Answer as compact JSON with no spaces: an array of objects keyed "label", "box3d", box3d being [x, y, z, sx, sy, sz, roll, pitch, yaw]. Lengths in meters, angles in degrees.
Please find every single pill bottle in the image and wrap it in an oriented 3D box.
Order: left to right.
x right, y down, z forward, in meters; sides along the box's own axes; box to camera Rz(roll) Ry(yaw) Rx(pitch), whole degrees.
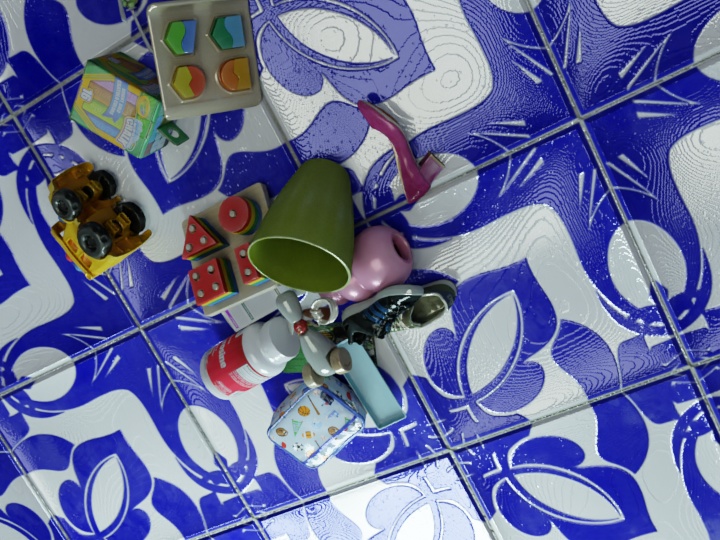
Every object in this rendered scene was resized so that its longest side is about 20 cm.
[{"label":"pill bottle","box3d":[-0.217,0.171,1.665,0.199,0.112,0.113,-31,100,32]}]

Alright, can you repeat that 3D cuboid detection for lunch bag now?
[{"label":"lunch bag","box3d":[-0.082,0.308,1.712,0.160,0.076,0.200,40,117,-11]}]

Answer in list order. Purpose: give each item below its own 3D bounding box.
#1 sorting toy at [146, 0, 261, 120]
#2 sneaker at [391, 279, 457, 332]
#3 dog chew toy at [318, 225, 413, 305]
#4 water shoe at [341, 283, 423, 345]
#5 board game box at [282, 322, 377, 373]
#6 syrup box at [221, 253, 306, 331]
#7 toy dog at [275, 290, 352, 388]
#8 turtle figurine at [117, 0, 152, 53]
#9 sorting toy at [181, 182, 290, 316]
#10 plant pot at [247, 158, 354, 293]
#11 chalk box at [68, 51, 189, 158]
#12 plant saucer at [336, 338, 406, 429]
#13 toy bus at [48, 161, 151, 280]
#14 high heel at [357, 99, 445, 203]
[{"label":"sorting toy","box3d":[-0.271,-0.377,1.481,0.184,0.036,0.202,-14,113,-23]},{"label":"sneaker","box3d":[0.086,0.078,1.573,0.199,0.090,0.068,-22,104,14]},{"label":"dog chew toy","box3d":[0.000,0.000,1.564,0.199,0.125,0.125,-29,101,30]},{"label":"water shoe","box3d":[0.047,0.084,1.528,0.199,0.071,0.080,-27,65,45]},{"label":"board game box","box3d":[-0.067,0.156,1.686,0.198,0.023,0.106,-1,111,14]},{"label":"syrup box","box3d":[-0.179,0.033,1.638,0.199,0.079,0.082,-28,101,22]},{"label":"toy dog","box3d":[-0.083,0.120,1.592,0.131,0.096,0.202,-3,111,17]},{"label":"turtle figurine","box3d":[-0.432,-0.514,1.469,0.193,0.144,0.201,31,110,6]},{"label":"sorting toy","box3d":[-0.252,-0.041,1.586,0.199,0.069,0.200,-23,75,24]},{"label":"plant pot","box3d":[-0.084,-0.092,1.497,0.185,0.201,0.188,12,152,6]},{"label":"chalk box","box3d":[-0.409,-0.298,1.552,0.199,0.125,0.124,29,114,1]},{"label":"plant saucer","box3d":[0.015,0.221,1.669,0.070,0.019,0.201,-28,100,21]},{"label":"toy bus","box3d":[-0.548,-0.084,1.673,0.192,0.136,0.200,-36,96,39]},{"label":"high heel","box3d":[0.052,-0.213,1.499,0.200,0.067,0.096,39,104,-16]}]
